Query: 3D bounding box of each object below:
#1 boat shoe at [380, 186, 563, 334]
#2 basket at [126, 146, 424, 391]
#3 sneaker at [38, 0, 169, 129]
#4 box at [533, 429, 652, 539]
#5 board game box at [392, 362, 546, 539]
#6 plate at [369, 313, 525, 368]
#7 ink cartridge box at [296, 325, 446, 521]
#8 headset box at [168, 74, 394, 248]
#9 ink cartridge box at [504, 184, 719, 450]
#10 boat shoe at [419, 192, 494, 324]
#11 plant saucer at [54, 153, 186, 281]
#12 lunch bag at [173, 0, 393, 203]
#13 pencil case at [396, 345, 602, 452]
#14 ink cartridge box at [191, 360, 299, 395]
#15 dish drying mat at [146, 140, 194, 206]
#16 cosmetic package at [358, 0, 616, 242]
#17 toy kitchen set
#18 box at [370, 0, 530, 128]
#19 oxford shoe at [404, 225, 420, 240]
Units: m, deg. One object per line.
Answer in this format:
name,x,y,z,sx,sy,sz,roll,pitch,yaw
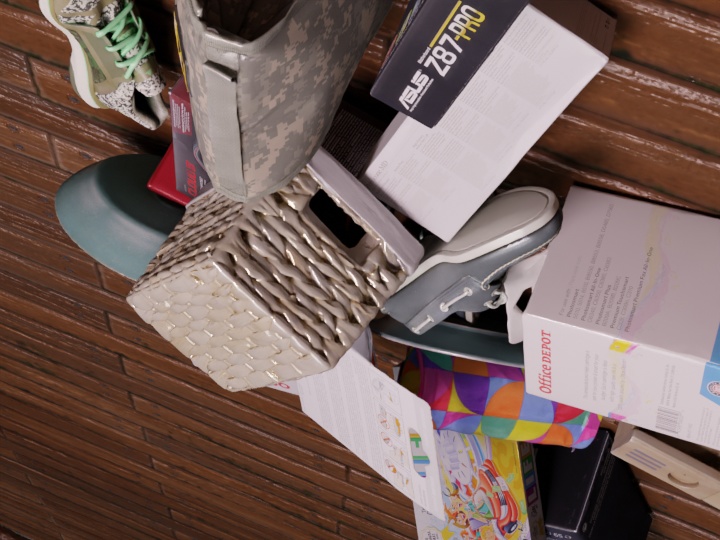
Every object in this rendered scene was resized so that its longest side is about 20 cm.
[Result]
boat shoe,0.085,-0.003,0.909,0.062,0.073,0.199,48,139,-13
basket,-0.071,0.004,0.919,0.135,0.124,0.199,43,154,-16
sneaker,-0.180,-0.176,0.938,0.088,0.077,0.200,37,163,14
box,0.192,0.261,1.347,0.198,0.124,0.199,6,148,34
board game box,0.110,0.189,1.236,0.133,0.034,0.203,-5,97,35
plate,0.102,0.058,1.097,0.197,0.026,0.200,10,-176,-1
ink cartridge box,0.013,0.109,1.094,0.199,0.050,0.163,31,146,36
headset box,-0.068,-0.089,0.986,0.199,0.075,0.149,31,154,8
ink cartridge box,0.212,0.033,0.935,0.198,0.126,0.129,16,151,18
boat shoe,0.075,-0.031,0.993,0.061,0.075,0.201,13,148,18
plant saucer,-0.167,-0.050,1.078,0.198,0.200,0.036,25,117,1
lunch bag,-0.052,-0.161,0.741,0.116,0.202,0.165,21,153,6
pencil case,0.129,0.115,1.129,0.197,0.090,0.088,10,156,-18
ink cartridge box,-0.123,0.033,1.252,0.143,0.085,0.201,14,151,21
dish drying mat,-0.080,-0.061,1.065,0.198,0.077,0.018,23,151,5
cosmetic package,0.080,-0.111,0.828,0.082,0.051,0.200,30,136,-10
toy kitchen set,0.330,0.171,1.034,0.179,0.164,0.200,27,152,-4
box,0.078,-0.188,0.629,0.049,0.163,0.200,27,153,-6
oxford shoe,0.000,0.000,1.136,0.199,0.071,0.073,-15,110,49
